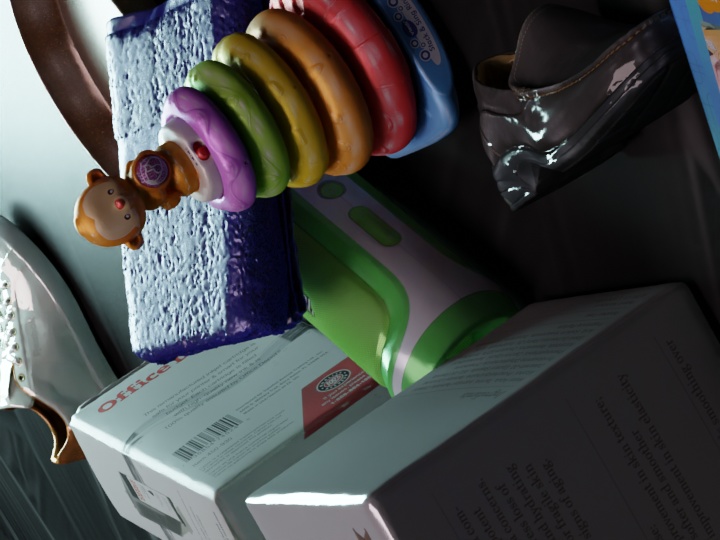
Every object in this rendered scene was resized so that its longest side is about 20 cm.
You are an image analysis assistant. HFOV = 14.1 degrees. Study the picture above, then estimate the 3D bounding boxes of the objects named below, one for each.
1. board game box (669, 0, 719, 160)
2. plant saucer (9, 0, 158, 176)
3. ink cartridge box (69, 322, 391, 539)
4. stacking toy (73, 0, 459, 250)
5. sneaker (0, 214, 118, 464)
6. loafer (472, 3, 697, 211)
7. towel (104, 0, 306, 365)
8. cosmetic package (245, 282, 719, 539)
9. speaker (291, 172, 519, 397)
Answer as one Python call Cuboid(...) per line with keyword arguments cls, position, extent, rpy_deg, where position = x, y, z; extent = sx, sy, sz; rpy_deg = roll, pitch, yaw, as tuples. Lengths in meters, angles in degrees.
Cuboid(cls="board game box", position=(0.187, -0.083, 1.135), extent=(0.152, 0.045, 0.200), rpy_deg=(24, 141, 53))
Cuboid(cls="plant saucer", position=(-0.150, -0.126, 1.801), extent=(0.200, 0.034, 0.200), rpy_deg=(44, 154, 28))
Cuboid(cls="ink cartridge box", position=(-0.065, 0.106, 1.789), extent=(0.200, 0.147, 0.083), rpy_deg=(20, 140, 58))
Cuboid(cls="stacking toy", position=(-0.060, -0.072, 1.461), extent=(0.116, 0.200, 0.110), rpy_deg=(59, 158, -3))
Cuboid(cls="sneaker", position=(-0.250, 0.055, 2.194), extent=(0.200, 0.085, 0.073), rpy_deg=(60, 160, -4))
Cuboid(cls="loafer", position=(0.094, -0.085, 1.299), extent=(0.072, 0.073, 0.200), rpy_deg=(60, 157, 3))
Cuboid(cls="towel", position=(-0.083, -0.054, 1.582), extent=(0.148, 0.050, 0.200), rpy_deg=(-14, 78, 58))
Cuboid(cls="cosmetic package", position=(0.087, 0.128, 1.428), extent=(0.167, 0.200, 0.166), rpy_deg=(61, 158, -8))
Cuboid(cls="speaker", position=(0.000, 0.000, 1.591), extent=(0.200, 0.088, 0.088), rpy_deg=(40, 153, 36))
